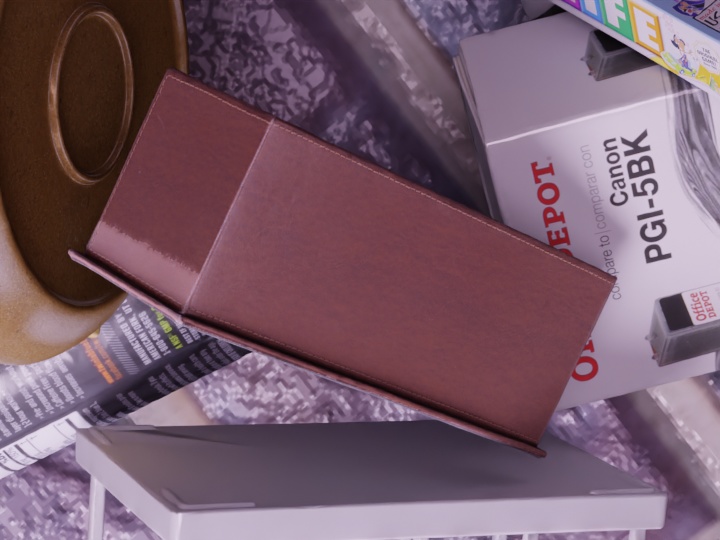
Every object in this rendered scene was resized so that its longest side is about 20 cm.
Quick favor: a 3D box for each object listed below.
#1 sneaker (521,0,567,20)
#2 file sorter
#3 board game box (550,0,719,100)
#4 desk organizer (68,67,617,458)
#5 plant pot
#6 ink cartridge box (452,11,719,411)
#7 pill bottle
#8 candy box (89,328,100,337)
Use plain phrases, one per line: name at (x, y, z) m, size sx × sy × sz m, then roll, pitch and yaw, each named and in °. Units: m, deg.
sneaker at (0.169, -0.111, 1.042) m, size 0.199 × 0.077 × 0.082 m, roll -9°, pitch 99°, yaw 3°
file sorter at (-0.002, 0.135, 0.991) m, size 0.199 × 0.139 × 0.125 m, roll 0°, pitch 100°, yaw -21°
board game box at (0.167, -0.160, 0.984) m, size 0.200 × 0.034 × 0.134 m, roll -39°, pitch 50°, yaw -19°
desk organizer at (0.000, 0.000, 0.916) m, size 0.200 × 0.072 × 0.077 m, roll 23°, pitch 93°, yaw -44°
plant pot at (-0.106, -0.064, 0.896) m, size 0.027 × 0.200 × 0.201 m, roll 5°, pitch 93°, yaw 20°
ink cartridge box at (0.152, -0.040, 1.009) m, size 0.199 × 0.083 × 0.147 m, roll -15°, pitch 126°, yaw 3°
pill bottle at (-0.151, 0.029, 1.041) m, size 0.200 × 0.106 × 0.106 m, roll -26°, pitch 92°, yaw 3°
candy box at (-0.132, -0.082, 0.939) m, size 0.056 × 0.117 × 0.201 m, roll 6°, pitch 82°, yaw 21°
